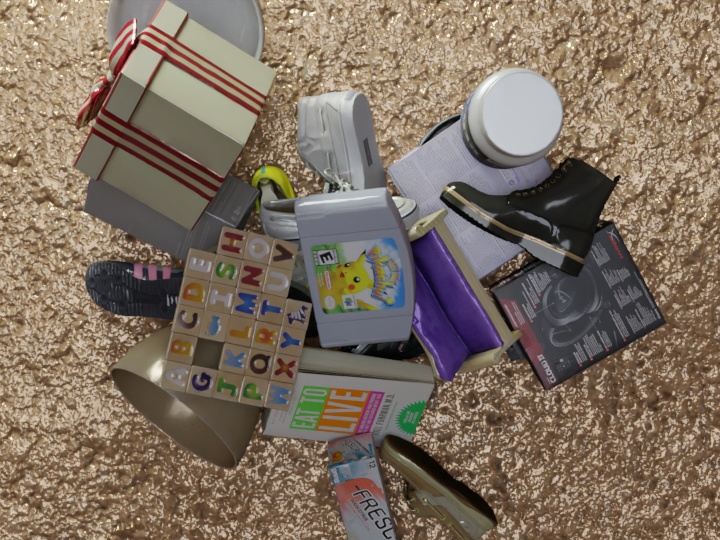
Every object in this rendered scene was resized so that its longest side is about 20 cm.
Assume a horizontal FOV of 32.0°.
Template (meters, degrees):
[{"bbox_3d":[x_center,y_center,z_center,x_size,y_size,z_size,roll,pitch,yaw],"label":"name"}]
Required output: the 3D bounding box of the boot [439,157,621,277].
[{"bbox_3d":[0.211,-0.098,1.559,0.198,0.077,0.140,27,92,-8],"label":"boot"}]

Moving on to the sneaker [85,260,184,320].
[{"bbox_3d":[-0.265,0.026,1.631,0.198,0.082,0.071,12,103,29],"label":"sneaker"}]

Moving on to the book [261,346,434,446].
[{"bbox_3d":[-0.018,0.167,1.613,0.197,0.048,0.135,7,130,-14],"label":"book"}]

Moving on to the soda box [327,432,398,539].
[{"bbox_3d":[0.009,0.316,1.635,0.063,0.069,0.203,-13,112,2],"label":"soda box"}]

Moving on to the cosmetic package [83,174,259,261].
[{"bbox_3d":[-0.243,-0.090,1.597,0.198,0.091,0.107,29,136,-2],"label":"cosmetic package"}]

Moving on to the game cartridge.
[{"bbox_3d":[0.000,0.000,1.528,0.131,0.041,0.203,-7,116,7],"label":"game cartridge"}]

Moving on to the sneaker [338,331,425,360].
[{"bbox_3d":[0.039,0.098,1.640,0.087,0.076,0.200,40,94,-9],"label":"sneaker"}]

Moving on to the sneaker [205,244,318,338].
[{"bbox_3d":[-0.124,0.060,1.585,0.199,0.107,0.074,32,131,-31],"label":"sneaker"}]

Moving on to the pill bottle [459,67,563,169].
[{"bbox_3d":[0.181,-0.181,1.500,0.112,0.200,0.116,0,93,0],"label":"pill bottle"}]

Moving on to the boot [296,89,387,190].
[{"bbox_3d":[-0.027,-0.133,1.628,0.094,0.073,0.203,1,109,29],"label":"boot"}]

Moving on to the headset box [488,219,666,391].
[{"bbox_3d":[0.271,0.049,1.630,0.198,0.077,0.150,-30,94,4],"label":"headset box"}]

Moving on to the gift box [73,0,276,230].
[{"bbox_3d":[-0.228,-0.192,1.499,0.185,0.201,0.185,29,126,-13],"label":"gift box"}]

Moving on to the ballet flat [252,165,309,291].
[{"bbox_3d":[-0.100,-0.037,1.629,0.066,0.067,0.203,-15,95,3],"label":"ballet flat"}]

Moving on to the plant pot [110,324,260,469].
[{"bbox_3d":[-0.200,0.138,1.601,0.200,0.200,0.135,38,66,-3],"label":"plant pot"}]

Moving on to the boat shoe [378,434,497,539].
[{"bbox_3d":[0.092,0.294,1.643,0.199,0.074,0.066,40,101,-16],"label":"boat shoe"}]

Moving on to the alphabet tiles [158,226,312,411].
[{"bbox_3d":[-0.140,0.056,1.500,0.165,0.008,0.203,13,91,-22],"label":"alphabet tiles"}]

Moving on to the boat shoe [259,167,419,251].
[{"bbox_3d":[-0.029,-0.082,1.550,0.199,0.075,0.087,-7,117,7],"label":"boat shoe"}]

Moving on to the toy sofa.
[{"bbox_3d":[0.106,0.035,1.578,0.097,0.082,0.201,-37,99,-36],"label":"toy sofa"}]

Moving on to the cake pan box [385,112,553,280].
[{"bbox_3d":[0.155,-0.107,1.630,0.183,0.052,0.201,-35,94,1],"label":"cake pan box"}]

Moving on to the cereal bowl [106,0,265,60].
[{"bbox_3d":[-0.214,-0.308,1.585,0.197,0.084,0.203,2,113,4],"label":"cereal bowl"}]
